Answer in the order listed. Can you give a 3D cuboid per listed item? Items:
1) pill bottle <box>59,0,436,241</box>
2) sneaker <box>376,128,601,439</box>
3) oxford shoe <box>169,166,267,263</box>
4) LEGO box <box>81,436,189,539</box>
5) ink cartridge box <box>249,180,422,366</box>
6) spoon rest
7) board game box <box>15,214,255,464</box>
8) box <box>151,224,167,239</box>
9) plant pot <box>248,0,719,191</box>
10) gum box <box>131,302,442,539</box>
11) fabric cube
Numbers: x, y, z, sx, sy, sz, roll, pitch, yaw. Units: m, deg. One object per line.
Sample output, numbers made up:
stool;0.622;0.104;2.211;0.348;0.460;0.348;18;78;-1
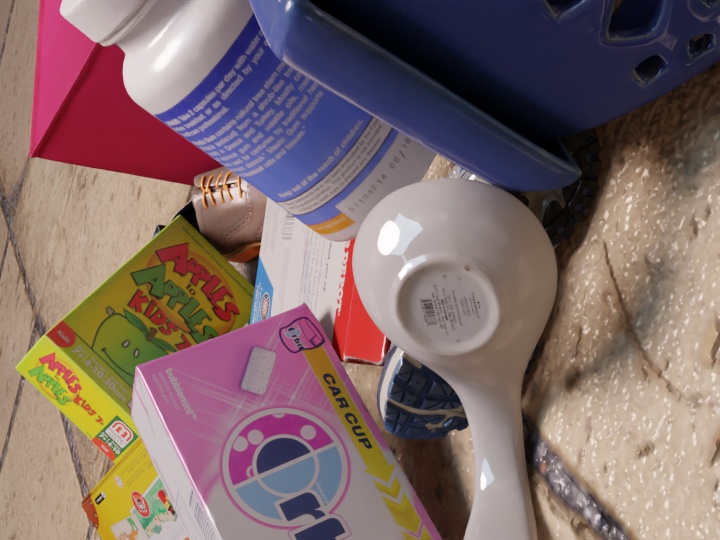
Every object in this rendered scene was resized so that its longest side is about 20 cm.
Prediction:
pill bottle;-0.057;-0.113;0.651;0.112;0.200;0.112;-38;31;28
sneaker;0.062;-0.001;0.659;0.201;0.077;0.085;-64;26;11
oxford shoe;-0.095;-0.056;0.964;0.200;0.073;0.072;-36;50;54
LEGO box;-0.097;0.174;0.824;0.149;0.077;0.200;55;139;8
ink cartridge box;0.000;0.000;0.771;0.200;0.067;0.117;5;86;63
spoon rest;0.055;0.046;0.594;0.061;0.099;0.201;-66;-32;-61
board game box;-0.161;0.046;0.913;0.048;0.102;0.200;-43;6;34
box;-0.178;0.070;1.122;0.137;0.040;0.200;-65;31;29
plant pot;0.052;-0.163;0.539;0.180;0.199;0.200;-49;37;20
gum box;-0.039;0.131;0.683;0.201;0.113;0.066;59;153;24
fabric cube;-0.142;-0.199;0.965;0.196;0.198;0.201;-36;51;55
